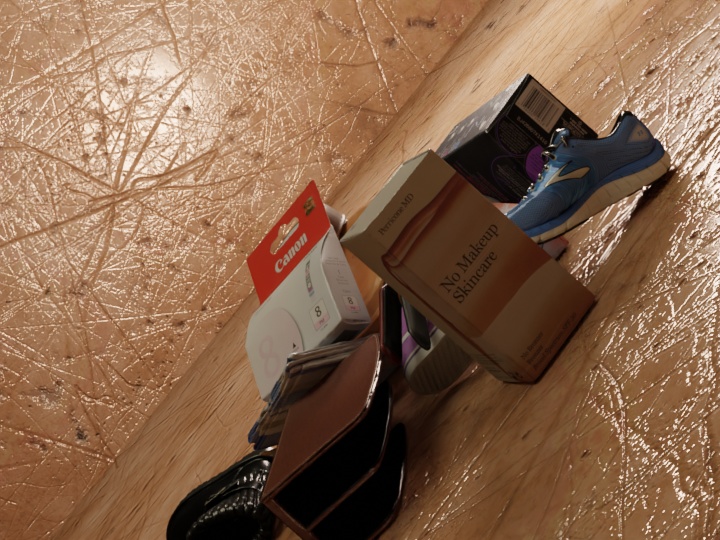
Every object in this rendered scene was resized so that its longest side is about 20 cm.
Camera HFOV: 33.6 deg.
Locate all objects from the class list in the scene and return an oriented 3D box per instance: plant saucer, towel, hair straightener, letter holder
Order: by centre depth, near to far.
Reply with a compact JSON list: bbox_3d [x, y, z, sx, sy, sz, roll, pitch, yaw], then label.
[{"bbox_3d":[0.000,0.164,1.151,0.142,0.101,0.200,-44,10,16],"label":"letter holder"},{"bbox_3d":[0.058,0.003,1.207,0.077,0.041,0.200,-26,36,25],"label":"hair straightener"},{"bbox_3d":[-0.039,0.133,1.316,0.147,0.024,0.200,-11,-29,-27],"label":"towel"},{"bbox_3d":[0.000,0.000,1.349,0.200,0.032,0.200,-43,32,36],"label":"plant saucer"}]

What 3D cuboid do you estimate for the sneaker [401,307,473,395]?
[{"bbox_3d":[0.103,0.022,1.196,0.200,0.073,0.114,-43,37,29],"label":"sneaker"}]

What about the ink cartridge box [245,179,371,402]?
[{"bbox_3d":[-0.079,0.022,1.330,0.057,0.200,0.163,2,-38,-42],"label":"ink cartridge box"}]

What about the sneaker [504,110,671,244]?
[{"bbox_3d":[0.191,-0.085,1.140,0.200,0.089,0.079,-31,1,-2],"label":"sneaker"}]

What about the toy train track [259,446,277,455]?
[{"bbox_3d":[-0.038,0.202,1.358,0.115,0.033,0.200,-12,-8,-36],"label":"toy train track"}]

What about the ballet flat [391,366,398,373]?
[{"bbox_3d":[-0.013,0.121,1.470,0.200,0.072,0.072,-43,10,39],"label":"ballet flat"}]

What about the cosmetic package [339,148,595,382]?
[{"bbox_3d":[0.094,-0.002,1.054,0.103,0.200,0.087,-52,9,-13],"label":"cosmetic package"}]

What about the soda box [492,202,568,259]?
[{"bbox_3d":[0.157,-0.030,1.310,0.068,0.064,0.200,-49,8,-2],"label":"soda box"}]

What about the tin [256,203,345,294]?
[{"bbox_3d":[-0.075,-0.019,1.463,0.112,0.042,0.200,-58,9,-22],"label":"tin"}]

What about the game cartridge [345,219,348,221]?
[{"bbox_3d":[-0.015,0.040,1.438,0.133,0.041,0.200,19,70,36],"label":"game cartridge"}]

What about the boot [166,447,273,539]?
[{"bbox_3d":[-0.175,0.311,1.430,0.211,0.079,0.158,-45,10,21],"label":"boot"}]

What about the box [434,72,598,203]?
[{"bbox_3d":[0.177,-0.138,1.474,0.106,0.122,0.200,-53,10,-24],"label":"box"}]
